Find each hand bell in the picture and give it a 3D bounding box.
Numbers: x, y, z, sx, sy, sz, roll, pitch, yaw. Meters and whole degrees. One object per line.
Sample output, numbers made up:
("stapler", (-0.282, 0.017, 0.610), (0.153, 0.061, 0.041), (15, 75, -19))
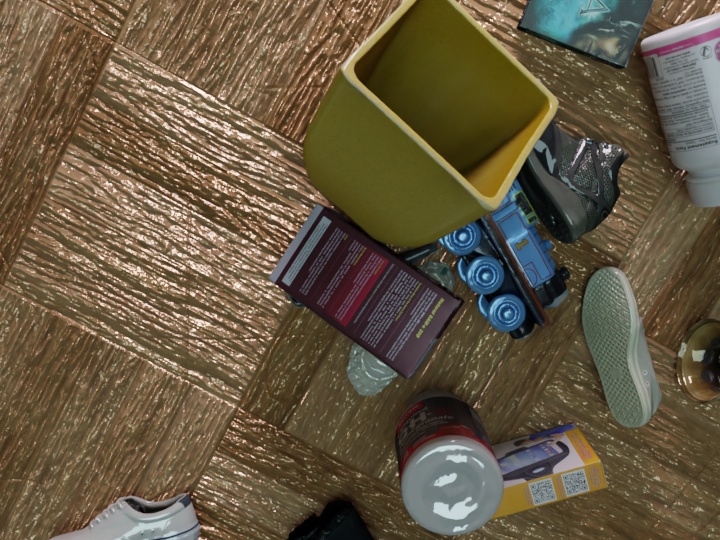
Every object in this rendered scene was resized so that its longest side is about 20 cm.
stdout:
("hand bell", (0.508, 0.128, 0.976), (0.199, 0.104, 0.104), (12, 101, -15))

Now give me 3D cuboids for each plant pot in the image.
("plant pot", (0.052, -0.142, 0.846), (0.194, 0.200, 0.196), (42, 54, -7))

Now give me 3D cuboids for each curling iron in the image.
("curling iron", (0.000, 0.000, 0.969), (0.199, 0.026, 0.050), (-15, 102, 3))

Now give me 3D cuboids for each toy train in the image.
("toy train", (0.171, -0.017, 0.936), (0.114, 0.087, 0.200), (-31, 99, 3))

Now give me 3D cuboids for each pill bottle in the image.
("pill bottle", (0.097, 0.211, 0.921), (0.110, 0.200, 0.111), (0, 101, 0))
("pill bottle", (0.398, -0.181, 0.888), (0.113, 0.113, 0.201), (-19, 101, 4))

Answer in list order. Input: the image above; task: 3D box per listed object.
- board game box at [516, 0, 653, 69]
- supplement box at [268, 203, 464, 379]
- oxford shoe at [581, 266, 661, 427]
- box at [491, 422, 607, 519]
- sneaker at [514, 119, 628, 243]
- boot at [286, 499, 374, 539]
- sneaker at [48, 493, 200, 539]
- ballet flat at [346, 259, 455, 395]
("board game box", (0.279, -0.349, 0.898), (0.135, 0.028, 0.201), (20, 101, -3))
("supplement box", (0.007, 0.022, 0.909), (0.200, 0.061, 0.109), (36, 96, 11))
("oxford shoe", (0.325, 0.092, 0.974), (0.058, 0.075, 0.201), (-17, 94, -38))
("box", (0.187, 0.251, 0.970), (0.199, 0.119, 0.042), (-15, 101, 3))
("sneaker", (0.232, -0.141, 0.921), (0.114, 0.076, 0.200), (-30, 83, -16))
("boot", (0.021, 0.370, 1.015), (0.200, 0.076, 0.168), (-26, 104, 11))
("sneaker", (-0.310, 0.329, 1.020), (0.199, 0.073, 0.071), (-9, 92, -7))
("ballet flat", (0.044, 0.073, 0.964), (0.072, 0.072, 0.200), (31, 100, -6))
